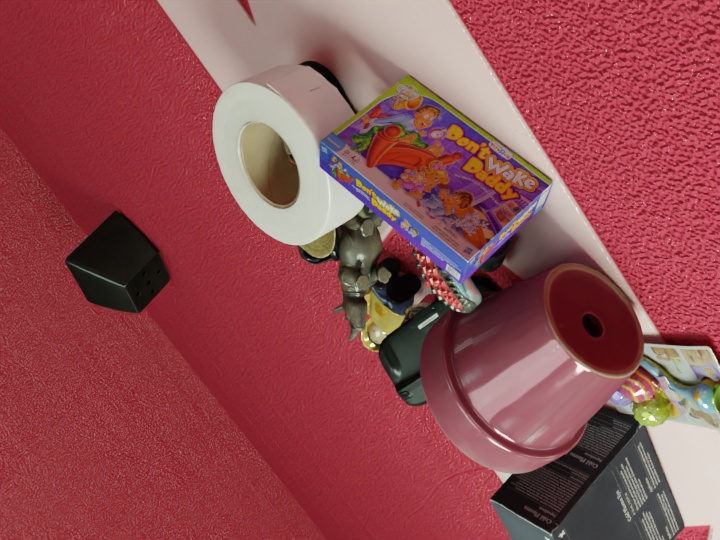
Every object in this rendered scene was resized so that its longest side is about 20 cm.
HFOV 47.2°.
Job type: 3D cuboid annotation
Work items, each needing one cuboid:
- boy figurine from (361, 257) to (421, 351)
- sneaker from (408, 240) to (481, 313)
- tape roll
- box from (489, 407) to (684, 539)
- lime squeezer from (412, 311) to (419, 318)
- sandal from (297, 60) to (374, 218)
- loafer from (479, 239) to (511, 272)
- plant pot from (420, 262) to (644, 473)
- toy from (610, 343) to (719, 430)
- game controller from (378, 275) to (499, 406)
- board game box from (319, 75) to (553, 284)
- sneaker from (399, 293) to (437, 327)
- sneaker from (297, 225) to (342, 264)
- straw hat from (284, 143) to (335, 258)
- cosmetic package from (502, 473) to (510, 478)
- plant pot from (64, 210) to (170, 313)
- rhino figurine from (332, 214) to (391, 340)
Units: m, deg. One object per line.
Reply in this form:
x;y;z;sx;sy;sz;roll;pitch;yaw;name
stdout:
0.035;0.057;1.249;0.124;0.064;0.200;40;153;14;boy figurine
0.097;-0.054;0.882;0.079;0.095;0.200;91;158;-68;sneaker
-0.083;-0.135;0.963;0.202;0.071;0.203;29;135;34;tape roll
0.284;0.300;1.019;0.104;0.182;0.200;15;141;53;box
0.165;0.096;1.065;0.200;0.071;0.038;40;173;14;lime squeezer
-0.029;-0.158;1.005;0.057;0.080;0.201;-23;98;43;sandal
0.085;-0.064;0.967;0.200;0.072;0.063;39;161;17;loafer
0.190;0.090;0.873;0.200;0.200;0.179;47;137;4;plant pot
0.311;0.132;0.885;0.115;0.047;0.200;56;156;-12;toy
0.110;0.093;1.064;0.200;0.042;0.105;-38;68;29;game controller
0.074;-0.098;0.844;0.200;0.134;0.045;40;155;19;board game box
0.139;0.124;1.120;0.200;0.075;0.081;42;157;18;sneaker
-0.072;-0.056;1.238;0.200;0.084;0.077;12;137;55;sneaker
-0.057;-0.125;1.104;0.201;0.085;0.201;43;149;35;straw hat
0.284;0.313;1.214;0.200;0.052;0.151;50;154;-1;cosmetic package
-0.635;-0.001;2.222;0.177;0.200;0.200;27;150;21;plant pot
0.000;0.000;1.125;0.087;0.060;0.201;-151;65;-62;rhino figurine
